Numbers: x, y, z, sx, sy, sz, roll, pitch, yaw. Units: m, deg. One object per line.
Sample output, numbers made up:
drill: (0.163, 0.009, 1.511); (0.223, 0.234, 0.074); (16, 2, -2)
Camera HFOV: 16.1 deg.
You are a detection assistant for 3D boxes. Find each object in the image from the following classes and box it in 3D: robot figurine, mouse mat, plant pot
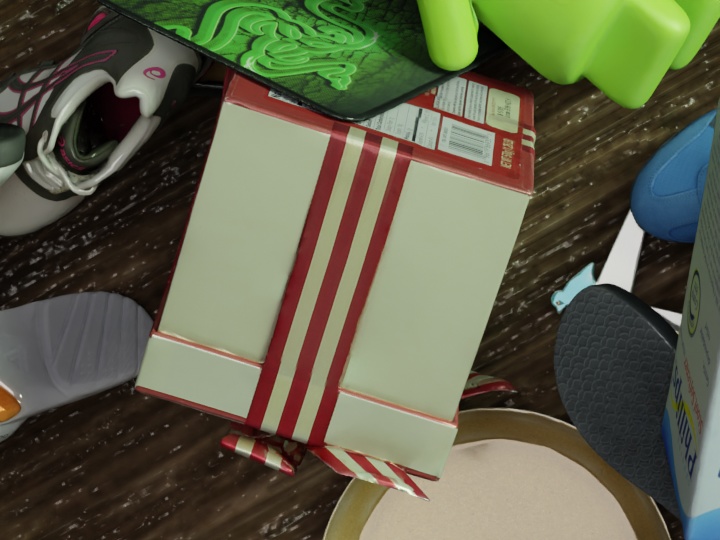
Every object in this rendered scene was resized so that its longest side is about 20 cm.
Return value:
robot figurine: (0.094, -0.177, 1.311); (0.200, 0.116, 0.175); (41, 55, 10)
mouse mat: (-0.026, -0.129, 1.311); (0.160, 0.200, 0.008); (27, 117, 18)
plant pot: (0.075, 0.175, 1.386); (0.198, 0.027, 0.202); (0, 89, 8)

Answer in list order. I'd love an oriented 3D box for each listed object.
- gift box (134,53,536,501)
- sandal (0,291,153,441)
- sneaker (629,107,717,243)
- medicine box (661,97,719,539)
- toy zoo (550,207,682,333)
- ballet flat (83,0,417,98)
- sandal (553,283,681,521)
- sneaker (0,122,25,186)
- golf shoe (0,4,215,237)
gift box: (0.000, 0.000, 1.296); (0.199, 0.185, 0.188); (20, 113, 1)
sandal: (-0.206, 0.066, 1.382); (0.205, 0.059, 0.080); (-10, 59, -29)
sneaker: (0.222, -0.051, 1.297); (0.199, 0.079, 0.066); (-15, 110, 28)
medicine box: (0.251, 0.030, 1.220); (0.180, 0.103, 0.201); (4, 119, -3)
toy zoo: (0.199, 0.039, 1.373); (0.198, 0.020, 0.132); (13, 91, 7)
ballet flat: (-0.056, -0.120, 1.385); (0.198, 0.068, 0.069); (-3, 87, 7)
sandal: (0.176, 0.093, 1.344); (0.200, 0.043, 0.076); (50, 119, 7)
sneaker: (-0.226, -0.025, 1.356); (0.067, 0.201, 0.109); (-1, 96, -27)
golf shoe: (-0.159, -0.073, 1.356); (0.077, 0.088, 0.200); (38, 128, -14)
